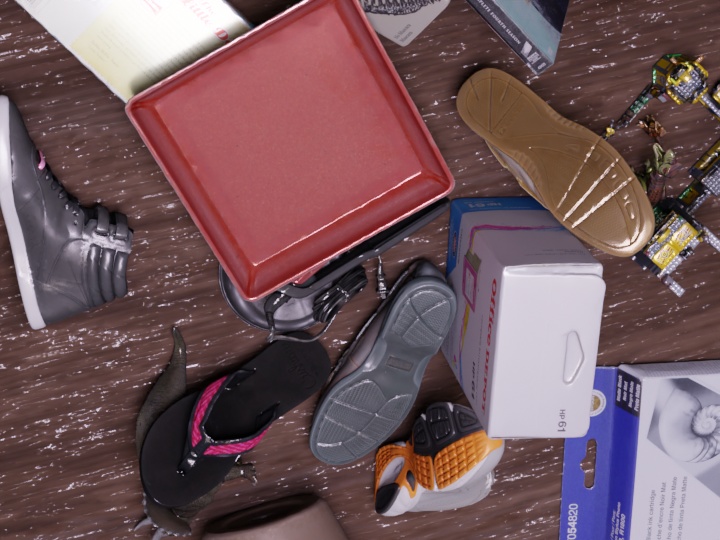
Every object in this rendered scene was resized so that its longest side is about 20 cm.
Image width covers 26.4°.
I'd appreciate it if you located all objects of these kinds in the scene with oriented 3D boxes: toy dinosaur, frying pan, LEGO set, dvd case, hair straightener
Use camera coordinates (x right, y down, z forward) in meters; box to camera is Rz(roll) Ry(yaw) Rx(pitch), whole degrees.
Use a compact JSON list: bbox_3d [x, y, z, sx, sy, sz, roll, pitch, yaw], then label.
[{"bbox_3d":[-0.151,0.153,1.317,0.102,0.077,0.200,-16,114,-18],"label":"toy dinosaur"},{"bbox_3d":[-0.047,-0.030,1.302,0.115,0.031,0.190,21,105,-18],"label":"frying pan"},{"bbox_3d":[0.264,-0.077,1.288,0.200,0.116,0.154,-40,109,4],"label":"LEGO set"},{"bbox_3d":[0.089,-0.261,1.193,0.200,0.146,0.022,43,127,-18],"label":"dvd case"},{"bbox_3d":[0.000,0.000,1.288,0.200,0.041,0.077,-42,114,-14],"label":"hair straightener"}]

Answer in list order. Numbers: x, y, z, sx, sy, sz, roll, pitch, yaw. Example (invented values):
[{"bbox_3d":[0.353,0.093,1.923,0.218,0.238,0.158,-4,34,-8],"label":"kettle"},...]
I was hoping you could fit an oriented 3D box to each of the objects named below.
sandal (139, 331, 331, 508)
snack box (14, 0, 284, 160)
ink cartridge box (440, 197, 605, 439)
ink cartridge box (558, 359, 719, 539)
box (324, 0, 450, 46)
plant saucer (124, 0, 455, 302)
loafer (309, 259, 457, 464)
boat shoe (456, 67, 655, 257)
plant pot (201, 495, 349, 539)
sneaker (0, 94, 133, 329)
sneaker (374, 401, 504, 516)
[{"bbox_3d":[-0.104,0.118,1.283,0.200,0.045,0.075,-39,92,-22],"label":"sandal"},{"bbox_3d":[-0.170,-0.198,1.220,0.116,0.037,0.200,-44,109,8],"label":"snack box"},{"bbox_3d":[0.127,0.034,1.258,0.084,0.200,0.145,0,107,-10],"label":"ink cartridge box"},{"bbox_3d":[0.287,0.181,1.416,0.199,0.041,0.200,-3,108,-9],"label":"ink cartridge box"},{"bbox_3d":[-0.023,-0.261,1.191,0.200,0.082,0.069,26,59,-16],"label":"box"},{"bbox_3d":[-0.055,-0.104,1.232,0.200,0.037,0.200,-29,114,3],"label":"plant saucer"},{"bbox_3d":[0.020,0.080,1.331,0.072,0.063,0.200,26,113,-19],"label":"loafer"},{"bbox_3d":[0.164,-0.087,1.251,0.074,0.069,0.200,-45,72,7],"label":"boat shoe"},{"bbox_3d":[-0.062,0.294,1.330,0.200,0.200,0.175,-15,93,-4],"label":"plant pot"},{"bbox_3d":[-0.239,-0.054,1.242,0.099,0.071,0.200,-12,115,-7],"label":"sneaker"},{"bbox_3d":[0.086,0.163,1.320,0.092,0.200,0.076,6,70,-22],"label":"sneaker"}]
